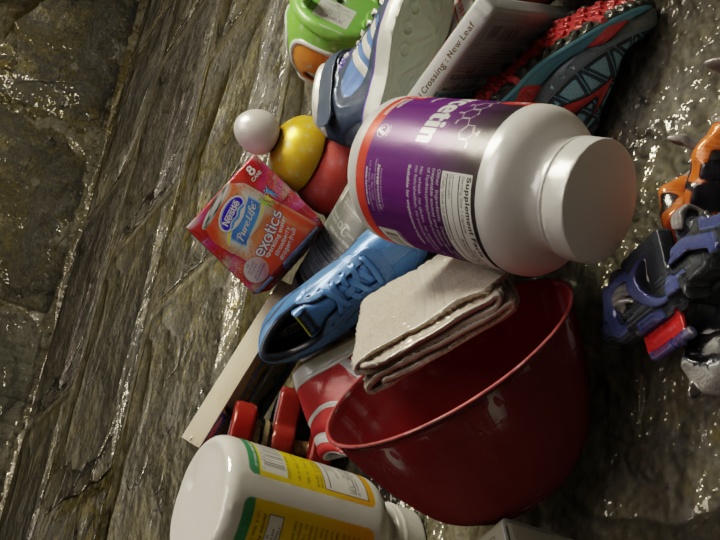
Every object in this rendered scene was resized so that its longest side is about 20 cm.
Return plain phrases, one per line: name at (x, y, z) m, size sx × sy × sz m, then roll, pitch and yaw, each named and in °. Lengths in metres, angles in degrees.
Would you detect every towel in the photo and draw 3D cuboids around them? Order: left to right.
towel at (0.054, 0.024, 0.693) m, size 0.131 × 0.035 × 0.200 m, roll -30°, pitch 10°, yaw 7°

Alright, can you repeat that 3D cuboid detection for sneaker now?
sneaker at (-0.015, 0.023, 0.809) m, size 0.199 × 0.066 × 0.078 m, roll -37°, pitch 5°, yaw 18°
sneaker at (0.008, -0.229, 0.914) m, size 0.146 × 0.080 × 0.203 m, roll 25°, pitch 101°, yaw 47°
sneaker at (0.027, 0.108, 0.818) m, size 0.199 × 0.071 × 0.114 m, roll -32°, pitch 59°, yaw 27°
sneaker at (0.168, -0.146, 0.733) m, size 0.199 × 0.096 × 0.079 m, roll -37°, pitch 22°, yaw 4°

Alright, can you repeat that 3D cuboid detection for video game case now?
video game case at (0.097, -0.159, 0.781) m, size 0.022 × 0.199 × 0.183 m, roll 46°, pitch 121°, yaw 14°

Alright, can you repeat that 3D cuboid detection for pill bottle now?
pill bottle at (-0.047, 0.216, 0.728) m, size 0.113 × 0.198 × 0.114 m, roll -41°, pitch 37°, yaw 41°
pill bottle at (0.000, 0.000, 0.899) m, size 0.202 × 0.113 × 0.114 m, roll -58°, pitch 28°, yaw 20°
pill bottle at (0.087, -0.061, 0.614) m, size 0.199 × 0.112 × 0.114 m, roll 16°, pitch 85°, yaw 50°

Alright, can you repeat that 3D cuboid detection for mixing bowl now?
mixing bowl at (0.084, 0.106, 0.620) m, size 0.198 × 0.109 × 0.200 m, roll -31°, pitch 9°, yaw 5°

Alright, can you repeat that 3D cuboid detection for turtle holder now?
turtle holder at (-0.042, -0.340, 1.210) m, size 0.133 × 0.138 × 0.188 m, roll 114°, pitch 150°, yaw -44°

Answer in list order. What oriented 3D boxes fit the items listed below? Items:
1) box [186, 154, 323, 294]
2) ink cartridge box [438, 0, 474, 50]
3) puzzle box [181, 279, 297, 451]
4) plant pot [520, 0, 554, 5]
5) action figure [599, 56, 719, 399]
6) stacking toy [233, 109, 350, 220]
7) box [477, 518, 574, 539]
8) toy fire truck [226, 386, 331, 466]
box at (-0.103, -0.044, 0.928) m, size 0.100 × 0.095 × 0.200 m, roll -46°, pitch 1°, yaw -1°
ink cartridge box at (0.103, -0.231, 0.925) m, size 0.200 × 0.067 × 0.117 m, roll -48°, pitch 34°, yaw 35°
puzzle box at (-0.119, 0.122, 0.988) m, size 0.202 × 0.025 × 0.133 m, roll -59°, pitch -18°, yaw -17°
plant pot at (0.145, -0.354, 0.778) m, size 0.177 × 0.198 × 0.202 m, roll -55°, pitch 11°, yaw 48°
action figure at (0.219, -0.021, 0.516) m, size 0.200 × 0.103 × 0.197 m, roll 114°, pitch 165°, yaw -74°
stacking toy at (-0.051, -0.128, 0.995) m, size 0.146 × 0.198 × 0.148 m, roll -41°, pitch 37°, yaw 41°
box at (0.074, 0.266, 0.599) m, size 0.200 × 0.077 × 0.096 m, roll -50°, pitch 32°, yaw 33°
toy fire truck at (-0.102, 0.235, 0.945) m, size 0.168 × 0.110 × 0.203 m, roll 123°, pitch 159°, yaw -63°
